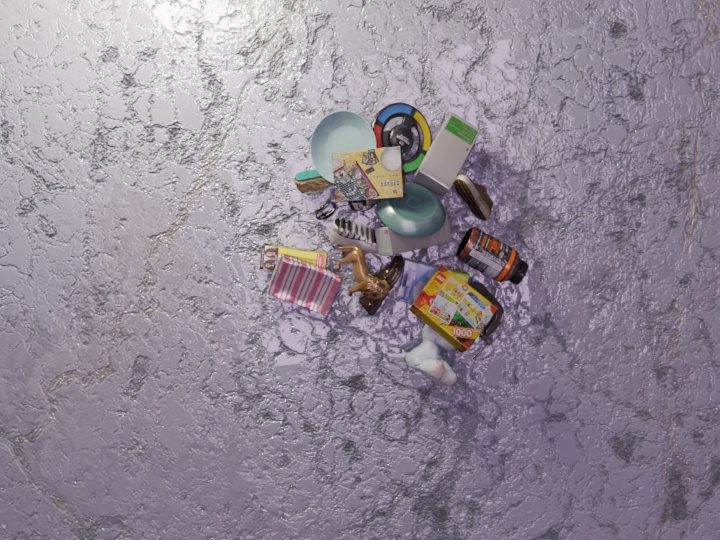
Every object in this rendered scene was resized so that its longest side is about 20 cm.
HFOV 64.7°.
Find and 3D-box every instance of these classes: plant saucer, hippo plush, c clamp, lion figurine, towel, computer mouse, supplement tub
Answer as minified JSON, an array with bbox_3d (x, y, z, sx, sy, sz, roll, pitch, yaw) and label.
[{"bbox_3d":[0.145,-0.179,1.584,0.196,0.202,0.036,12,140,0],"label":"plant saucer"},{"bbox_3d":[0.224,0.237,1.695,0.198,0.159,0.163,17,76,40],"label":"hippo plush"},{"bbox_3d":[0.348,0.141,1.691,0.171,0.027,0.201,-42,109,-8],"label":"c clamp"},{"bbox_3d":[0.000,0.000,1.632,0.121,0.072,0.202,-22,99,41],"label":"lion figurine"},{"bbox_3d":[-0.168,0.046,1.683,0.197,0.030,0.148,20,121,-6],"label":"towel"},{"bbox_3d":[-0.040,-0.191,1.677,0.197,0.034,0.060,-16,97,-6],"label":"computer mouse"},{"bbox_3d":[0.387,-0.036,1.657,0.198,0.107,0.108,28,96,-2],"label":"supplement tub"},{"bbox_3d":[-0.045,-0.346,1.606,0.197,0.039,0.205,3,99,18],"label":"plant saucer"}]

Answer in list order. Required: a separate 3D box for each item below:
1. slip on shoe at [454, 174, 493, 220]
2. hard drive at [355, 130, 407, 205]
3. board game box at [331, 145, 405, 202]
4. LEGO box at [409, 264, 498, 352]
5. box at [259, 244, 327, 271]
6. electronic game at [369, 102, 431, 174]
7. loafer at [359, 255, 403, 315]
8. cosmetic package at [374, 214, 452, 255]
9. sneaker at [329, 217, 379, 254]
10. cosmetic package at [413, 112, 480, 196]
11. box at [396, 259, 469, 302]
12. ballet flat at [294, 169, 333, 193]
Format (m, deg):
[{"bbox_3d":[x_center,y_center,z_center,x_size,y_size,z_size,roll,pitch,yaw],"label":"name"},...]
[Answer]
[{"bbox_3d":[0.329,-0.219,1.614,0.061,0.076,0.200,-53,135,-6],"label":"slip on shoe"},{"bbox_3d":[0.062,-0.300,1.652,0.137,0.033,0.204,-11,95,-17],"label":"hard drive"},{"bbox_3d":[0.022,-0.262,1.558,0.196,0.035,0.138,-1,97,17],"label":"board game box"},{"bbox_3d":[0.261,0.109,1.606,0.199,0.077,0.149,38,76,8],"label":"LEGO box"},{"bbox_3d":[-0.199,-0.028,1.701,0.196,0.050,0.077,8,96,0],"label":"box"},{"bbox_3d":[0.117,-0.377,1.627,0.197,0.041,0.204,-1,92,-24],"label":"electronic game"},{"bbox_3d":[0.061,0.036,1.689,0.070,0.073,0.202,32,96,-3],"label":"loafer"},{"bbox_3d":[0.150,-0.101,1.627,0.197,0.107,0.092,-15,96,-16],"label":"cosmetic package"},{"bbox_3d":[0.000,-0.087,1.686,0.197,0.076,0.082,22,128,-10],"label":"sneaker"},{"bbox_3d":[0.245,-0.328,1.616,0.106,0.085,0.202,28,79,-4],"label":"cosmetic package"},{"bbox_3d":[0.215,0.046,1.699,0.196,0.048,0.124,14,96,-1],"label":"box"},{"bbox_3d":[-0.096,-0.269,1.668,0.196,0.071,0.066,-10,135,-2],"label":"ballet flat"}]
